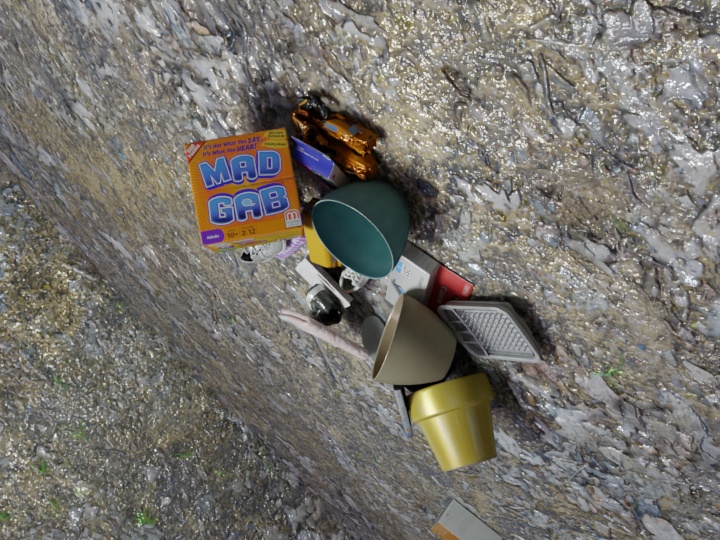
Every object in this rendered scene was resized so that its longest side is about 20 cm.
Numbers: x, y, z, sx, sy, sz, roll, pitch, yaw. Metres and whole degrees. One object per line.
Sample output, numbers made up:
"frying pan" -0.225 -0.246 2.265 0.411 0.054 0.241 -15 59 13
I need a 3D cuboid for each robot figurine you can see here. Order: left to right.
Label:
"robot figurine" -0.055 -0.259 1.397 0.200 0.058 0.145 30 152 22

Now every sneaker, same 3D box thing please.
"sneaker" -0.235 -0.057 1.719 0.075 0.082 0.200 63 151 11
"sneaker" -0.083 0.109 1.795 0.090 0.066 0.200 45 166 22
"sneaker" 0.000 0.000 1.669 0.073 0.071 0.200 38 152 9
"sneaker" 0.050 0.212 1.890 0.116 0.074 0.200 -166 56 -86

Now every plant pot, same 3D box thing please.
"plant pot" 0.021 -0.101 1.434 0.200 0.135 0.200 31 149 21
"plant pot" 0.223 0.355 1.660 0.201 0.200 0.189 135 123 -62

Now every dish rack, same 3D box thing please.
"dish rack" 0.273 0.119 1.499 0.200 0.044 0.172 -1 135 53

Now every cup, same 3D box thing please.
"cup" 0.123 0.165 1.552 0.143 0.201 0.200 19 151 -2

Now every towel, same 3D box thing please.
"towel" -0.094 0.161 1.831 0.200 0.032 0.191 32 170 -27

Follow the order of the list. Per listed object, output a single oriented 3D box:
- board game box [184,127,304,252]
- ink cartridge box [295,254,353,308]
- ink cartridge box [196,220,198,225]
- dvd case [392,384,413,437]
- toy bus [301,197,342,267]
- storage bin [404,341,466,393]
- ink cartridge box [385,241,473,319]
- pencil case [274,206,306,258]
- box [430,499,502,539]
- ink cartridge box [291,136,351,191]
"board game box" -0.230 -0.158 1.473 0.200 0.199 0.200 154 106 -85
"ink cartridge box" -0.083 0.025 1.789 0.161 0.050 0.200 45 165 -3
"ink cartridge box" -0.263 -0.137 1.677 0.084 0.200 0.145 62 151 1
"dvd case" 0.092 0.281 1.695 0.017 0.143 0.200 -13 134 4
"toy bus" -0.082 -0.077 1.653 0.065 0.078 0.200 21 145 21
"storage bin" 0.148 0.211 1.745 0.135 0.094 0.200 42 153 2
"ink cartridge box" 0.145 0.048 1.578 0.176 0.045 0.200 35 151 17
"pencil case" -0.171 -0.090 1.750 0.085 0.084 0.200 18 156 -18
"box" 0.350 0.872 2.382 0.200 0.098 0.124 36 151 14
"ink cartridge box" -0.075 -0.201 1.442 0.095 0.037 0.200 32 176 20
